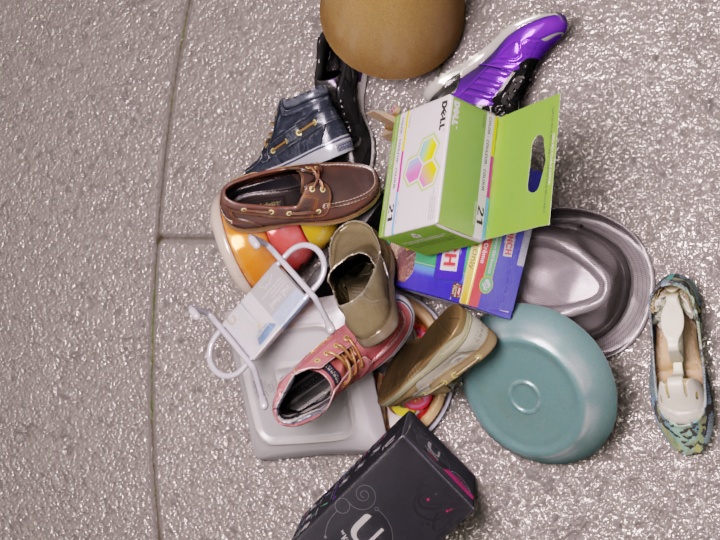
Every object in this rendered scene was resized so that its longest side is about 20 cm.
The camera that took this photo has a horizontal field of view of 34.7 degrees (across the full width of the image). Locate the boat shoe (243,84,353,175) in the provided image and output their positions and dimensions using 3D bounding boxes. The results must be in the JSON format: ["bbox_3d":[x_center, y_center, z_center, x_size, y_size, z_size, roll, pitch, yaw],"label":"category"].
[{"bbox_3d":[-0.092,-0.166,1.459,0.199,0.070,0.092,-18,93,44],"label":"boat shoe"}]

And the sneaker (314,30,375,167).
[{"bbox_3d":[-0.033,-0.206,1.463,0.075,0.087,0.204,-7,82,21],"label":"sneaker"}]

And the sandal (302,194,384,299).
[{"bbox_3d":[-0.015,-0.003,1.444,0.045,0.075,0.201,38,96,19],"label":"sandal"}]

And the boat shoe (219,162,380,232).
[{"bbox_3d":[-0.070,-0.092,1.376,0.197,0.071,0.071,-14,64,-8],"label":"boat shoe"}]

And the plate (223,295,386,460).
[{"bbox_3d":[-0.075,0.140,1.431,0.197,0.032,0.203,-8,99,27],"label":"plate"}]

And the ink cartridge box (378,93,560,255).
[{"bbox_3d":[0.114,-0.110,1.223,0.199,0.075,0.150,-14,64,54],"label":"ink cartridge box"}]

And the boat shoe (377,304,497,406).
[{"bbox_3d":[0.085,0.113,1.328,0.200,0.066,0.075,-45,24,51],"label":"boat shoe"}]

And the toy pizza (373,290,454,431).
[{"bbox_3d":[0.022,0.124,1.436,0.197,0.032,0.204,-3,84,23],"label":"toy pizza"}]

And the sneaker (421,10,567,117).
[{"bbox_3d":[0.177,-0.226,1.391,0.199,0.069,0.101,-33,75,25],"label":"sneaker"}]

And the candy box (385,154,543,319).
[{"bbox_3d":[0.110,-0.048,1.345,0.199,0.076,0.172,14,90,56],"label":"candy box"}]

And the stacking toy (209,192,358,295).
[{"bbox_3d":[-0.078,-0.061,1.448,0.197,0.146,0.148,-22,76,11],"label":"stacking toy"}]

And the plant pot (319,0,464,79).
[{"bbox_3d":[0.043,-0.354,1.353,0.183,0.200,0.190,1,73,-2],"label":"plant pot"}]

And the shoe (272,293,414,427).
[{"bbox_3d":[-0.019,0.107,1.333,0.199,0.091,0.072,-37,97,10],"label":"shoe"}]

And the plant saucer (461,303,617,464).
[{"bbox_3d":[0.193,0.138,1.311,0.197,0.036,0.203,15,118,30],"label":"plant saucer"}]

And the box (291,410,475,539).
[{"bbox_3d":[0.027,0.287,1.359,0.122,0.106,0.200,44,101,-1],"label":"box"}]

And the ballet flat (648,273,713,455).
[{"bbox_3d":[0.351,0.104,1.281,0.073,0.074,0.204,-9,81,21],"label":"ballet flat"}]

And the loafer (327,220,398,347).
[{"bbox_3d":[0.000,0.000,1.327,0.075,0.068,0.201,-29,37,9],"label":"loafer"}]

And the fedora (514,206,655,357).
[{"bbox_3d":[0.233,0.012,1.326,0.198,0.090,0.180,20,93,23],"label":"fedora"}]

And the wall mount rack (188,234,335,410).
[{"bbox_3d":[-0.108,0.061,1.343,0.200,0.074,0.174,-48,64,8],"label":"wall mount rack"}]

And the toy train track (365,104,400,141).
[{"bbox_3d":[0.081,-0.184,1.379,0.199,0.113,0.033,-4,63,66],"label":"toy train track"}]
